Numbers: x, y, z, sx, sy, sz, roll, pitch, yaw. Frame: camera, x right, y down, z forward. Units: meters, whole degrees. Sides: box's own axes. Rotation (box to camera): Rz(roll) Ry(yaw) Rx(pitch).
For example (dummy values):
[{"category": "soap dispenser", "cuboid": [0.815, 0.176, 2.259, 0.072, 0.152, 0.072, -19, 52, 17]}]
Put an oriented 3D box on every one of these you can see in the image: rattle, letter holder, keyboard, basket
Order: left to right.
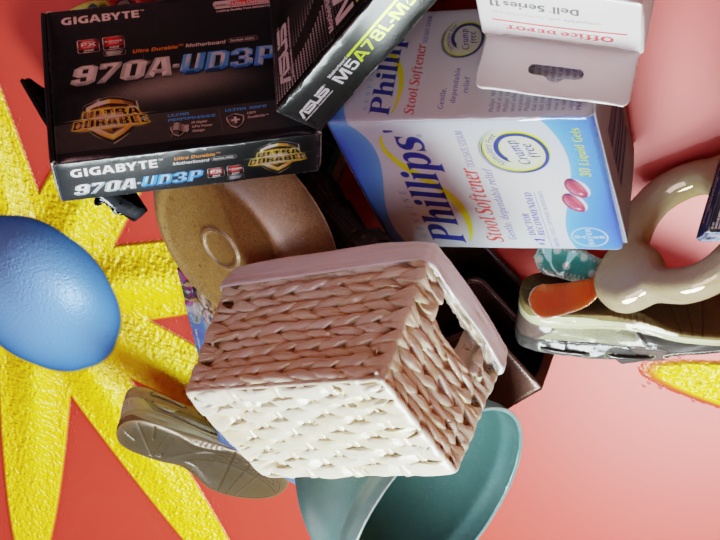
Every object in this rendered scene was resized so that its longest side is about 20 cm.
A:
[{"category": "keyboard", "cuboid": [-0.243, -0.093, 1.115, 0.040, 0.200, 0.104, -48, 131, 8]}, {"category": "basket", "cuboid": [-0.013, 0.074, 0.950, 0.199, 0.124, 0.136, -7, 136, 35]}, {"category": "letter holder", "cuboid": [0.060, 0.073, 1.168, 0.142, 0.101, 0.200, 46, 127, -10]}, {"category": "rattle", "cuboid": [0.254, 0.004, 1.044, 0.200, 0.131, 0.143, -37, 147, 19]}]

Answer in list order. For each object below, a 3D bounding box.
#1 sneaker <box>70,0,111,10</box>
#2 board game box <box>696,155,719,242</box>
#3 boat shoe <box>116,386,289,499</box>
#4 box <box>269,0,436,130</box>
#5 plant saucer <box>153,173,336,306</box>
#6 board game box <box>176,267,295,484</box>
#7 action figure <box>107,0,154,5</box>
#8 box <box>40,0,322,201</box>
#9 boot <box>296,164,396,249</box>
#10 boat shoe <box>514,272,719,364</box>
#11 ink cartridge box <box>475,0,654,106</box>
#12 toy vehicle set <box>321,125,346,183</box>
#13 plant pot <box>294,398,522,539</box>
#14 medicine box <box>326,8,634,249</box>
[{"category": "sneaker", "cuboid": [-0.183, -0.154, 1.069, 0.199, 0.080, 0.131, 26, 160, 21]}, {"category": "board game box", "cuboid": [0.367, -0.091, 0.911, 0.198, 0.062, 0.202, 17, 88, 8]}, {"category": "boat shoe", "cuboid": [-0.162, 0.181, 1.352, 0.199, 0.065, 0.072, 25, 126, -20]}, {"category": "box", "cuboid": [0.001, -0.236, 0.919, 0.047, 0.201, 0.193, 22, 134, -31]}, {"category": "plant saucer", "cuboid": [-0.105, -0.027, 1.045, 0.199, 0.035, 0.201, 27, 139, 26]}, {"category": "board game box", "cuboid": [-0.086, 0.101, 1.209, 0.198, 0.043, 0.201, 18, 127, 47]}, {"category": "action figure", "cuboid": [-0.139, -0.266, 1.032, 0.099, 0.065, 0.200, 46, 127, -1]}, {"category": "box", "cuboid": [-0.138, -0.138, 0.974, 0.198, 0.160, 0.046, -7, 145, -8]}, {"category": "boot", "cuboid": [0.000, 0.000, 1.069, 0.174, 0.069, 0.200, 47, 173, 25]}, {"category": "boat shoe", "cuboid": [0.227, 0.045, 1.086, 0.199, 0.072, 0.066, 6, 135, -6]}, {"category": "ink cartridge box", "cuboid": [0.146, -0.220, 0.867, 0.116, 0.202, 0.067, 9, 162, 15]}, {"category": "toy vehicle set", "cuboid": [-0.083, -0.085, 1.160, 0.124, 0.027, 0.201, 25, 128, 4]}, {"category": "plant pot", "cuboid": [0.021, 0.163, 1.077, 0.134, 0.199, 0.202, 36, 135, 33]}, {"category": "medicine box", "cuboid": [0.099, -0.105, 0.983, 0.198, 0.104, 0.182, 0, 151, 20]}]
